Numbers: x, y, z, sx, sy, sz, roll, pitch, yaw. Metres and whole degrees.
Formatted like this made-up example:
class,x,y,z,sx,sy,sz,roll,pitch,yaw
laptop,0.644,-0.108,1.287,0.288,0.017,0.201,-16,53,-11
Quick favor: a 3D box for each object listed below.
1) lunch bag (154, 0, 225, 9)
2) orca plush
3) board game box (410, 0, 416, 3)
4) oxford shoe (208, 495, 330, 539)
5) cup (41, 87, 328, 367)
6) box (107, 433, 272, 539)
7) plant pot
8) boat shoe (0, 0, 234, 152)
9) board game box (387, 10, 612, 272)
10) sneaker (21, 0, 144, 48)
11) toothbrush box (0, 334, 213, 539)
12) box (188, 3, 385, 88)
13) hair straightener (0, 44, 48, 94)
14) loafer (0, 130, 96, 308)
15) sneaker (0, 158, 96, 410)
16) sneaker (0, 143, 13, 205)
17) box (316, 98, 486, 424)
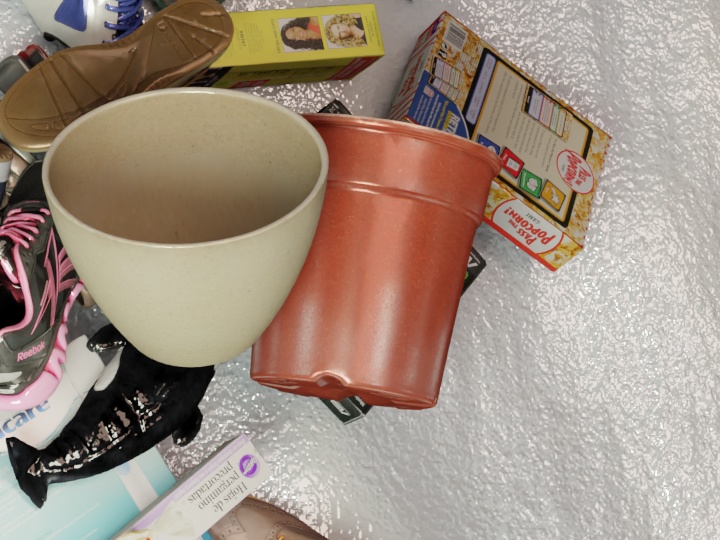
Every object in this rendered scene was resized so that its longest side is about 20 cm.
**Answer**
class,x,y,z,sx,sy,sz,roll,pitch,yaw
lunch bag,-0.131,-0.319,1.469,0.121,0.170,0.202,-15,82,-39
orca plush,-0.165,0.086,1.297,0.199,0.071,0.106,-23,86,-33
board game box,0.019,-0.355,1.596,0.200,0.103,0.105,40,62,-12
oxford shoe,-0.052,0.222,1.411,0.199,0.073,0.072,29,65,-17
cup,-0.122,-0.018,1.284,0.198,0.145,0.201,1,36,-1
box,-0.148,0.192,1.291,0.200,0.041,0.039,-39,96,-33
plant pot,0.000,0.000,1.395,0.199,0.200,0.198,12,81,-24
boat shoe,-0.188,-0.142,1.386,0.199,0.072,0.072,-34,83,-20
board game box,0.123,-0.115,1.590,0.199,0.046,0.152,35,46,-14
sneaker,-0.192,-0.231,1.421,0.116,0.198,0.081,62,34,-13
toothbrush box,-0.220,0.174,1.331,0.146,0.085,0.201,-34,93,-31
box,-0.083,-0.186,1.513,0.198,0.075,0.051,-9,82,-30
hair straightener,-0.222,-0.084,1.415,0.201,0.041,0.077,55,25,-5
loafer,-0.263,-0.051,1.387,0.200,0.072,0.063,40,69,-15
sneaker,-0.240,-0.006,1.285,0.078,0.096,0.202,-3,57,13
sneaker,-0.362,-0.060,1.334,0.198,0.070,0.110,14,108,4
box,-0.017,-0.009,1.513,0.200,0.047,0.193,46,63,-9
